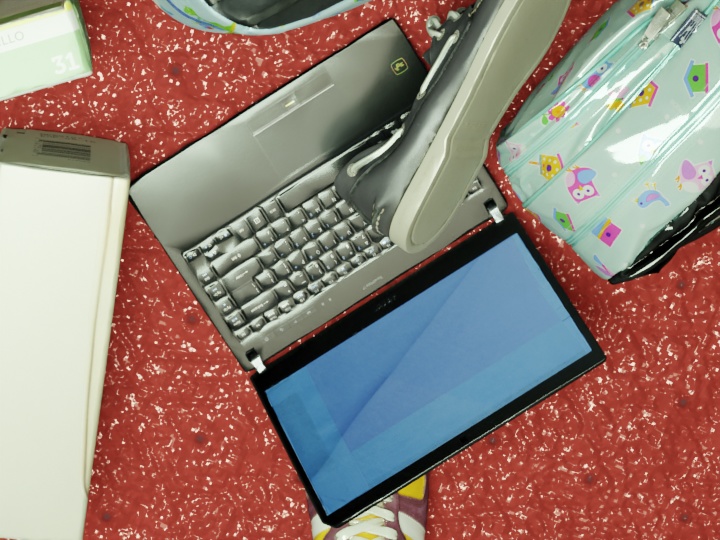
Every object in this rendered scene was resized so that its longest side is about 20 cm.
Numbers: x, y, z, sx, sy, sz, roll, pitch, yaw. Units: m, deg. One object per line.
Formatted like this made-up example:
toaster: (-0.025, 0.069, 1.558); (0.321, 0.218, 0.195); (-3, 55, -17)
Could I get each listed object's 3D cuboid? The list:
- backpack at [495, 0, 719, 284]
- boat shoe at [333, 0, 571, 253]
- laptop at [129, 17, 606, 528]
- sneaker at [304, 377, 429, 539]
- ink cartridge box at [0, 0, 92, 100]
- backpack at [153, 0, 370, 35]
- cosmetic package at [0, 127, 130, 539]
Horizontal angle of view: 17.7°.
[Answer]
backpack: (0.171, -0.090, 1.220); (0.127, 0.167, 0.200); (45, 99, 6)
boat shoe: (0.050, -0.110, 1.200); (0.063, 0.073, 0.200); (32, 101, 23)
laptop: (0.000, 0.000, 1.240); (0.177, 0.103, 0.200); (-32, 105, 2)
sneaker: (0.006, 0.161, 1.286); (0.075, 0.090, 0.201); (-4, 104, -5)
ink cartridge box: (-0.206, -0.098, 1.143); (0.145, 0.200, 0.048); (-17, 104, -4)
backpack: (-0.029, -0.201, 1.174); (0.200, 0.154, 0.163); (-43, 114, -24)
cosmetic package: (-0.170, 0.033, 1.231); (0.073, 0.104, 0.201); (6, 104, -8)
